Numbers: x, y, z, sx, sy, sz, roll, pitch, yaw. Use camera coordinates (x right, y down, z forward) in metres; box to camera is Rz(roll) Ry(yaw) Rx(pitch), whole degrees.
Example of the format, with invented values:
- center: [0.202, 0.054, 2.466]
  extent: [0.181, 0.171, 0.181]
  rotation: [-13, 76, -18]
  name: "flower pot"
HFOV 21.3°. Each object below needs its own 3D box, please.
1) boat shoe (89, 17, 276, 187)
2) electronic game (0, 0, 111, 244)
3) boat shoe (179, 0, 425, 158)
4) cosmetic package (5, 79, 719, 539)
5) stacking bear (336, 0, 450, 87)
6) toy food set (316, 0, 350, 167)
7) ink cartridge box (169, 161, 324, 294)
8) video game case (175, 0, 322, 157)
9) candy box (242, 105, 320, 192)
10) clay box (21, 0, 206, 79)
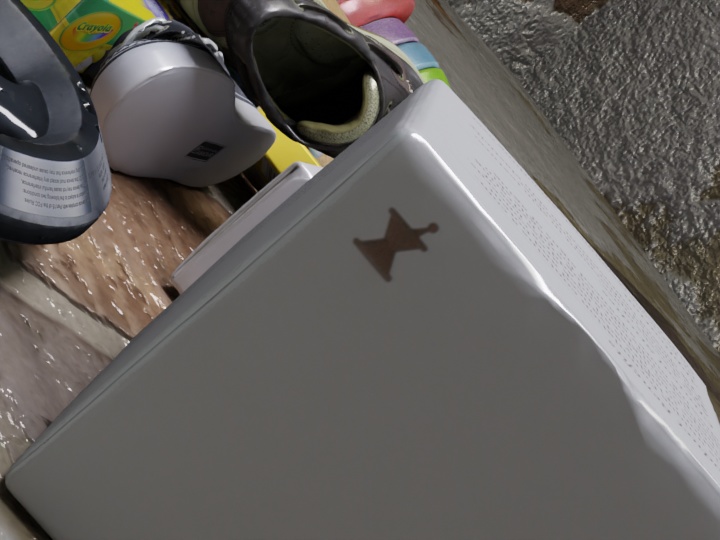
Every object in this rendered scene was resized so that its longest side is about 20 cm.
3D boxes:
- center: [-0.095, -0.091, 0.945]
  extent: [0.068, 0.072, 0.200]
  rotation: [57, 9, 10]
  name: "boat shoe"
- center: [-0.171, -0.085, 0.695]
  extent: [0.200, 0.042, 0.200]
  rotation: [40, 16, -14]
  name: "electronic game"
- center: [-0.016, -0.087, 0.928]
  extent: [0.201, 0.072, 0.066]
  rotation: [41, 18, -51]
  name: "boat shoe"
- center: [0.014, 0.054, 0.652]
  extent: [0.167, 0.166, 0.200]
  rotation: [49, 10, -4]
  name: "cosmetic package"
- center: [0.029, -0.098, 1.412]
  extent: [0.200, 0.121, 0.114]
  rotation: [59, 10, 7]
  name: "stacking bear"
- center: [-0.040, -0.122, 1.250]
  extent: [0.200, 0.049, 0.198]
  rotation: [0, 70, -66]
  name: "toy food set"
- center: [0.008, 0.032, 0.921]
  extent: [0.145, 0.084, 0.200]
  rotation: [52, 10, 8]
  name: "ink cartridge box"
- center: [-0.092, -0.163, 1.060]
  extent: [0.143, 0.017, 0.200]
  rotation: [35, -23, 47]
  name: "video game case"
- center: [0.000, 0.000, 1.077]
  extent: [0.200, 0.026, 0.102]
  rotation: [52, -8, 6]
  name: "candy box"
- center: [-0.153, -0.153, 0.984]
  extent: [0.115, 0.048, 0.200]
  rotation: [51, 9, 14]
  name: "clay box"
